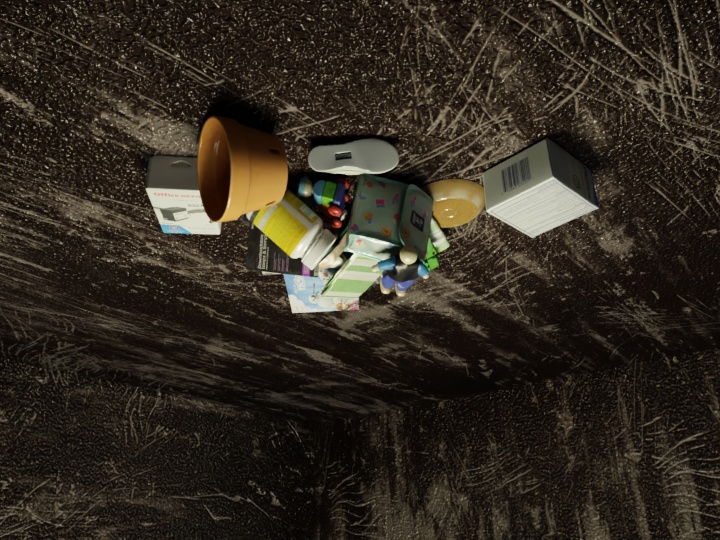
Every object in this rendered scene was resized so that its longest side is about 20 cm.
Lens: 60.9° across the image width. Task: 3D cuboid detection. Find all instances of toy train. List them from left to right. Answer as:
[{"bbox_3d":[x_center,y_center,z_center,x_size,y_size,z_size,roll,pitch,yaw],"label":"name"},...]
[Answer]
[{"bbox_3d":[-0.089,-0.157,1.474,0.112,0.087,0.201,16,163,3],"label":"toy train"},{"bbox_3d":[0.165,-0.053,1.575,0.055,0.043,0.201,-27,152,3],"label":"toy train"}]

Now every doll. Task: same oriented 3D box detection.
[{"bbox_3d":[0.089,0.001,1.390,0.132,0.050,0.201,9,156,-7],"label":"doll"}]

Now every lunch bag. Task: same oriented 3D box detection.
[{"bbox_3d":[0.072,-0.113,1.420,0.193,0.175,0.123,13,154,-5],"label":"lunch bag"}]

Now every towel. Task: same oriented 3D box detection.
[{"bbox_3d":[0.000,0.000,1.554,0.150,0.024,0.201,5,133,-47],"label":"towel"},{"bbox_3d":[0.141,-0.076,1.583,0.145,0.032,0.200,-22,150,18],"label":"towel"}]

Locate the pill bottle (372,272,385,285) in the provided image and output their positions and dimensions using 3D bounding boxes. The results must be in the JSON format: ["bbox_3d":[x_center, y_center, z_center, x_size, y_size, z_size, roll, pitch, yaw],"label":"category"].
[{"bbox_3d":[-0.034,0.008,1.742,0.194,0.109,0.107,-17,153,10],"label":"pill bottle"}]

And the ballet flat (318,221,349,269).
[{"bbox_3d":[-0.042,-0.056,1.526,0.067,0.068,0.200,42,99,-11],"label":"ballet flat"}]

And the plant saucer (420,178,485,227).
[{"bbox_3d":[0.220,-0.156,1.522,0.193,0.037,0.202,-1,155,-1],"label":"plant saucer"}]

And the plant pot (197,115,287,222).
[{"bbox_3d":[-0.235,-0.203,1.241,0.136,0.206,0.199,-5,161,-34],"label":"plant pot"}]

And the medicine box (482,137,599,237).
[{"bbox_3d":[0.408,-0.181,1.394,0.196,0.106,0.180,19,149,-38],"label":"medicine box"}]

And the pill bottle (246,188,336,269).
[{"bbox_3d":[-0.157,-0.104,1.417,0.199,0.115,0.114,41,148,-2],"label":"pill bottle"}]

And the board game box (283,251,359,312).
[{"bbox_3d":[-0.104,0.030,1.651,0.192,0.044,0.204,-3,136,4],"label":"board game box"}]

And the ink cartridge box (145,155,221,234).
[{"bbox_3d":[-0.400,-0.168,1.414,0.140,0.086,0.201,2,155,-5],"label":"ink cartridge box"}]

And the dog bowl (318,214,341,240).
[{"bbox_3d":[-0.133,-0.078,1.631,0.193,0.076,0.202,-1,154,0],"label":"dog bowl"}]

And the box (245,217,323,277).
[{"bbox_3d":[-0.191,-0.065,1.521,0.194,0.148,0.036,5,-179,22],"label":"box"}]

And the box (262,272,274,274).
[{"bbox_3d":[-0.197,-0.029,1.780,0.192,0.036,0.111,-1,155,1],"label":"box"}]

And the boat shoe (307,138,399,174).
[{"bbox_3d":[-0.014,-0.239,1.316,0.193,0.074,0.070,-5,-177,0],"label":"boat shoe"}]
